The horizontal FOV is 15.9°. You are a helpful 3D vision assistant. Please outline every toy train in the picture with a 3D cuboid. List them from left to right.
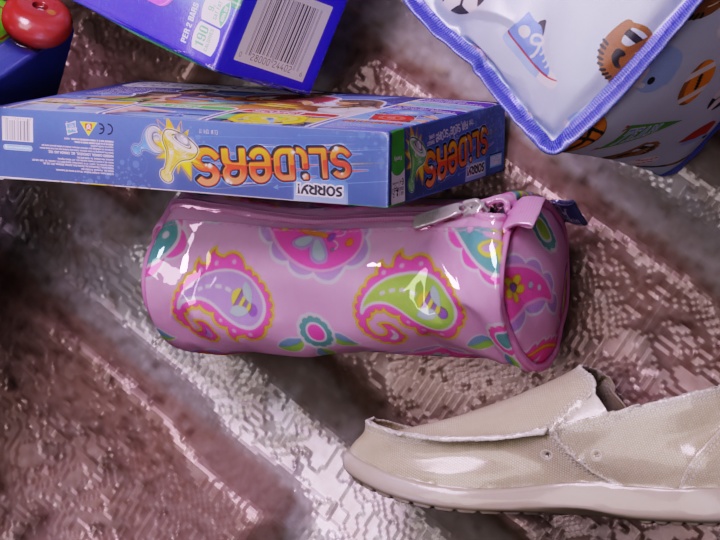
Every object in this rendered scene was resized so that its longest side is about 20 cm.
[{"bbox_3d":[-0.227,-0.080,1.182,0.115,0.200,0.085,29,126,12],"label":"toy train"}]

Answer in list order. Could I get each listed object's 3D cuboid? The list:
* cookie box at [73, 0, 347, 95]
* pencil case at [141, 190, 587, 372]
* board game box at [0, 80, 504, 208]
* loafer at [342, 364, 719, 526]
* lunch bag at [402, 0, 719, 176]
[{"bbox_3d":[-0.082,-0.198,1.222,0.200,0.075,0.172,28,99,38],"label":"cookie box"},{"bbox_3d":[0.000,0.000,1.187,0.199,0.087,0.088,1,87,27],"label":"pencil case"},{"bbox_3d":[-0.050,-0.061,1.186,0.199,0.135,0.035,5,101,25],"label":"board game box"},{"bbox_3d":[0.090,0.076,1.154,0.199,0.076,0.069,2,86,15],"label":"loafer"},{"bbox_3d":[0.144,-0.141,1.086,0.200,0.170,0.124,-47,73,14],"label":"lunch bag"}]
